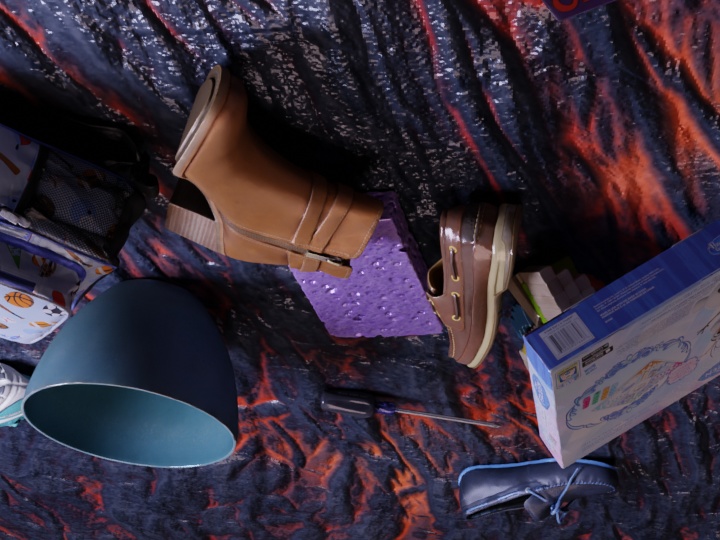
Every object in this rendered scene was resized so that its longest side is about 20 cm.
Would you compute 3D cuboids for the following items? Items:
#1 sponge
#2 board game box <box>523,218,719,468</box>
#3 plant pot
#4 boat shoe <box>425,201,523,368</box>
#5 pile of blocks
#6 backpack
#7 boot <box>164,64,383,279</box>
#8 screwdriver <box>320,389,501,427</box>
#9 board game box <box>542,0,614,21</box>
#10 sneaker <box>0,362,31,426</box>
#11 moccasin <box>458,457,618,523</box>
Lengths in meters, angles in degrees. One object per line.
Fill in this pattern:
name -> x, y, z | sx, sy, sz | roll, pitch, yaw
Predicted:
sponge -> 0.000, 0.000, 1.015 | 0.111, 0.030, 0.200 | -3, 149, 16
board game box -> 0.233, 0.062, 0.954 | 0.199, 0.043, 0.199 | -30, 147, -6
plant pot -> -0.205, 0.089, 1.109 | 0.199, 0.135, 0.200 | 6, 151, 3
boat shoe -> 0.089, 0.010, 0.978 | 0.067, 0.072, 0.201 | 11, 145, 5
pile of blocks -> 0.174, 0.032, 1.016 | 0.062, 0.082, 0.200 | -31, 161, -11
backpack -> -0.285, -0.039, 0.903 | 0.190, 0.155, 0.200 | 31, 147, -19
boot -> -0.058, -0.060, 0.852 | 0.154, 0.077, 0.200 | 17, 144, -5
screwdriver -> 0.054, 0.154, 1.278 | 0.199, 0.028, 0.029 | 8, -179, -3
board game box -> 0.175, -0.199, 0.535 | 0.199, 0.121, 0.032 | -15, 140, 33
sneaker -> -0.435, 0.167, 1.367 | 0.079, 0.078, 0.199 | 21, 149, -39
moccasin -> 0.214, 0.270, 1.400 | 0.199, 0.069, 0.080 | -13, 145, 32
